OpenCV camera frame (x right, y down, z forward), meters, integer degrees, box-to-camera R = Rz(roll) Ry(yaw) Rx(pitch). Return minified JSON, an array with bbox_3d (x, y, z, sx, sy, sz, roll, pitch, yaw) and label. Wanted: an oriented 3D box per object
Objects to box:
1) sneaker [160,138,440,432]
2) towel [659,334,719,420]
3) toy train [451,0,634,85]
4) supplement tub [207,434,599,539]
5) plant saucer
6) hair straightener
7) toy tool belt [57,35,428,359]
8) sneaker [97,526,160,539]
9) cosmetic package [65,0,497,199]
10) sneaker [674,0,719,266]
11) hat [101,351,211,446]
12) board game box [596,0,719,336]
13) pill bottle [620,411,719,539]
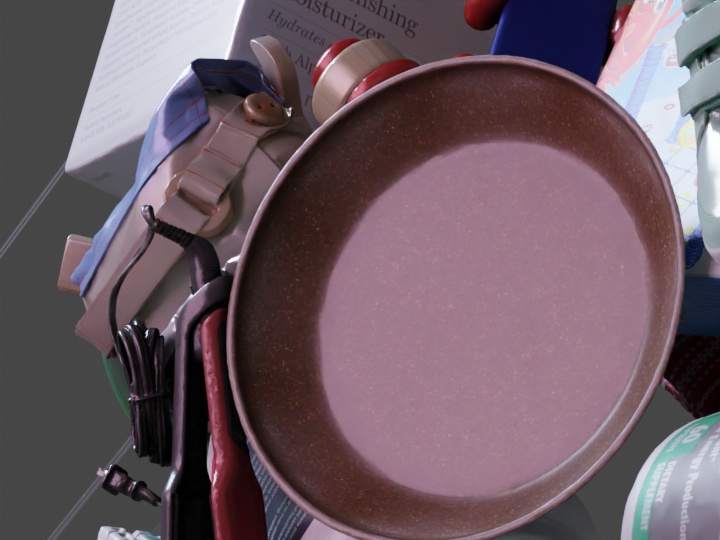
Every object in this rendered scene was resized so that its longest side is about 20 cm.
[{"bbox_3d":[0.000,0.000,1.277,0.200,0.075,0.081,-35,3,0],"label":"sneaker"},{"bbox_3d":[0.150,-0.023,1.288,0.145,0.022,0.200,-61,26,9],"label":"towel"},{"bbox_3d":[0.081,-0.092,1.421,0.116,0.084,0.200,110,178,-45],"label":"toy train"},{"bbox_3d":[0.021,0.116,1.278,0.141,0.140,0.200,-59,27,14],"label":"supplement tub"},{"bbox_3d":[0.041,0.015,1.183,0.200,0.037,0.201,-10,69,27],"label":"plant saucer"},{"bbox_3d":[-0.081,0.074,1.229,0.077,0.041,0.201,-10,87,29],"label":"hair straightener"},{"bbox_3d":[-0.061,-0.041,1.340,0.123,0.125,0.200,44,115,31],"label":"toy tool belt"},{"bbox_3d":[-0.095,0.190,1.514,0.200,0.077,0.092,28,98,65],"label":"sneaker"},{"bbox_3d":[-0.021,-0.122,1.524,0.165,0.164,0.201,-21,49,55],"label":"cosmetic package"},{"bbox_3d":[0.126,-0.099,1.115,0.074,0.118,0.201,-28,40,44],"label":"sneaker"},{"bbox_3d":[-0.027,0.028,1.489,0.199,0.176,0.166,-14,82,18],"label":"hat"},{"bbox_3d":[0.170,-0.071,1.207,0.200,0.056,0.196,1,63,61],"label":"board game box"},{"bbox_3d":[0.189,0.089,1.020,0.200,0.113,0.113,-20,51,55],"label":"pill bottle"}]
